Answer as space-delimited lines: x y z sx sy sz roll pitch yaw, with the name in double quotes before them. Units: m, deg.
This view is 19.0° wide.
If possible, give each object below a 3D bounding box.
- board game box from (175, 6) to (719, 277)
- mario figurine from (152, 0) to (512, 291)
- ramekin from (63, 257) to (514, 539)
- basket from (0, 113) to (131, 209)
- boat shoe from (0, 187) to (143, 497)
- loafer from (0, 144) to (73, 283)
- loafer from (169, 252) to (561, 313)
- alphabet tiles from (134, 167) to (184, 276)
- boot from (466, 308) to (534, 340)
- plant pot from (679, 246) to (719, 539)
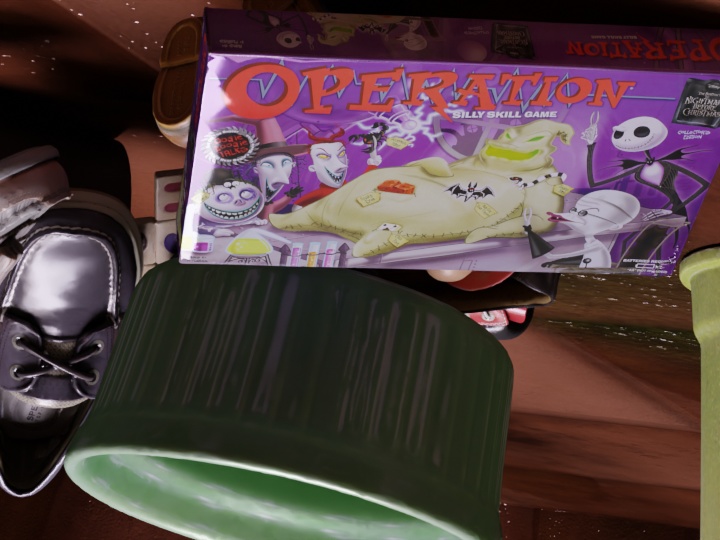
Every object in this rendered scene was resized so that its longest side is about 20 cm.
"board game box" 0.035 -0.045 0.807 0.200 0.032 0.120 1 138 -10
"mario figurine" 0.012 -0.038 0.873 0.123 0.106 0.200 17 174 42
"ramekin" -0.025 0.067 0.974 0.200 0.098 0.200 12 162 4
"basket" -0.228 -0.028 1.104 0.200 0.136 0.180 9 -178 -21
"boat shoe" -0.148 0.039 1.045 0.072 0.065 0.200 8 141 -15
"loafer" -0.203 0.011 0.976 0.200 0.063 0.072 -28 179 25
"loafer" 0.000 0.000 1.025 0.200 0.072 0.073 -16 148 15
"alphabet tiles" -0.037 -0.002 1.084 0.200 0.006 0.167 -7 144 -11
"boot" 0.013 0.006 1.240 0.144 0.073 0.200 2 176 35
"plant pot" 0.262 0.098 1.180 0.200 0.185 0.200 10 170 2
